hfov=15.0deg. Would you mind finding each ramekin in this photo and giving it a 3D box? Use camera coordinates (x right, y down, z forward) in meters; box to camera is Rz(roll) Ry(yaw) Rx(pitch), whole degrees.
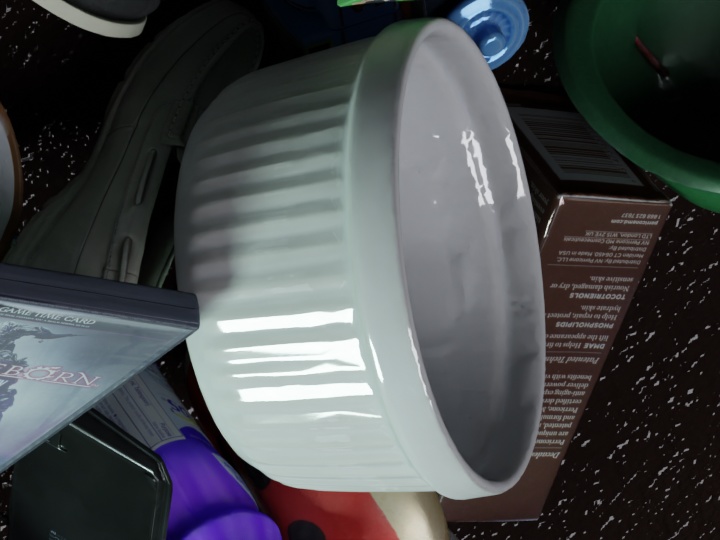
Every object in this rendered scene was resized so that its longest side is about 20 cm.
[{"bbox_3d":[0.000,0.000,1.150,0.105,0.201,0.200,-8,142,19],"label":"ramekin"}]

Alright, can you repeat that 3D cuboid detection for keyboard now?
[{"bbox_3d":[-0.143,0.117,1.235,0.021,0.127,0.200,-50,163,-39],"label":"keyboard"}]

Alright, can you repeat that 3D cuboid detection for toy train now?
[{"bbox_3d":[0.008,-0.150,1.203,0.114,0.087,0.201,-21,135,-12],"label":"toy train"}]

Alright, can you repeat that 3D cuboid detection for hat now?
[{"bbox_3d":[0.172,-0.047,1.377,0.199,0.166,0.176,1,142,-14],"label":"hat"}]

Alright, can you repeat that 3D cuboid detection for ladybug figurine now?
[{"bbox_3d":[-0.025,0.083,1.292,0.072,0.200,0.136,-26,141,-12],"label":"ladybug figurine"}]

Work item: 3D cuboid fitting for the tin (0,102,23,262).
[{"bbox_3d":[-0.207,-0.064,1.087,0.200,0.042,0.112,53,52,-35],"label":"tin"}]

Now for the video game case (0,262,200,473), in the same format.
[{"bbox_3d":[-0.176,0.046,1.096,0.142,0.019,0.200,10,151,-35],"label":"video game case"}]

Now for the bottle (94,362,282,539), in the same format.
[{"bbox_3d":[-0.088,0.105,1.262,0.065,0.200,0.084,-38,139,-3],"label":"bottle"}]

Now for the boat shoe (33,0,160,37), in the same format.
[{"bbox_3d":[-0.138,-0.157,1.095,0.068,0.072,0.200,-43,137,9],"label":"boat shoe"}]

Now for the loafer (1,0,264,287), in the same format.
[{"bbox_3d":[-0.084,-0.037,1.182,0.070,0.069,0.200,82,30,-52],"label":"loafer"}]

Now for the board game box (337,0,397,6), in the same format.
[{"bbox_3d":[0.039,-0.212,1.118,0.134,0.029,0.201,-7,88,-33],"label":"board game box"}]

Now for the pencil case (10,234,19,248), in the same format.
[{"bbox_3d":[-0.220,-0.005,1.162,0.087,0.078,0.200,-34,143,24],"label":"pencil case"}]

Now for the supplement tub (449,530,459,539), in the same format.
[{"bbox_3d":[-0.040,0.210,1.433,0.144,0.144,0.200,19,113,-44],"label":"supplement tub"}]

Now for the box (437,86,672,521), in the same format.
[{"bbox_3d":[0.075,0.020,1.382,0.075,0.100,0.201,4,124,-30],"label":"box"}]
